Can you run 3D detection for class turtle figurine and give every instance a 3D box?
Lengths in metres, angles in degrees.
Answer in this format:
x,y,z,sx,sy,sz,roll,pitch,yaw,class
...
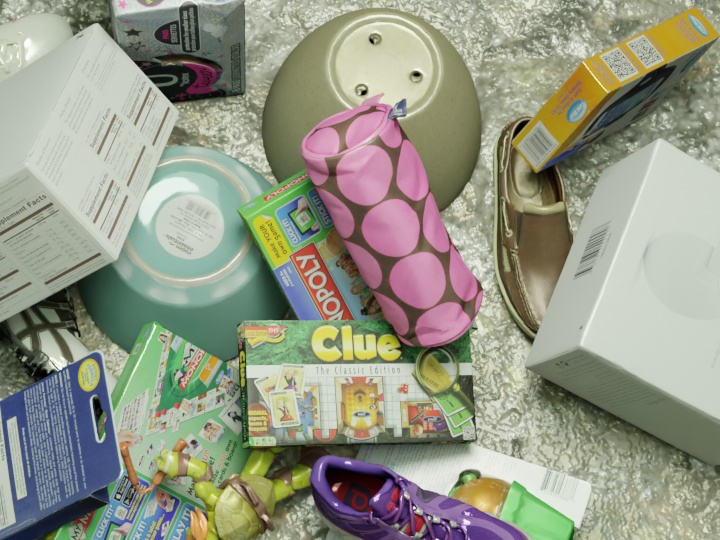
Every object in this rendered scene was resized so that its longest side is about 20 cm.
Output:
x,y,z,sx,sy,sz,roll,pitch,yaw,class
-0.099,0.179,1.672,0.161,0.064,0.200,-46,112,-27,turtle figurine

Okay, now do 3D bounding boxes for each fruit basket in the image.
x,y,z,sx,sy,sz,roll,pitch,yaw,class
0.073,0.234,1.702,0.199,0.094,0.186,15,71,17,fruit basket

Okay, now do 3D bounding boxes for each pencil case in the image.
x,y,z,sx,sy,sz,roll,pitch,yaw,class
0.032,-0.039,1.643,0.090,0.200,0.094,-11,29,27,pencil case

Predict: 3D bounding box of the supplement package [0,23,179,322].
x,y,z,sx,sy,sz,roll,pitch,yaw,class
-0.262,-0.079,1.673,0.111,0.155,0.200,48,34,-25,supplement package

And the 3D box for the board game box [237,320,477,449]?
x,y,z,sx,sy,sz,roll,pitch,yaw,class
-0.002,0.093,1.684,0.199,0.023,0.105,0,77,-19,board game box

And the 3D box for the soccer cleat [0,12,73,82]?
x,y,z,sx,sy,sz,roll,pitch,yaw,class
-0.339,-0.171,1.786,0.200,0.086,0.070,-33,78,-14,soccer cleat

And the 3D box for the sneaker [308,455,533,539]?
x,y,z,sx,sy,sz,roll,pitch,yaw,class
0.042,0.205,1.625,0.199,0.083,0.081,19,72,21,sneaker

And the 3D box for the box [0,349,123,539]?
x,y,z,sx,sy,sz,roll,pitch,yaw,class
-0.271,0.157,1.653,0.200,0.032,0.122,-27,58,23,box

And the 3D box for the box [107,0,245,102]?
x,y,z,sx,sy,sz,roll,pitch,yaw,class
-0.163,-0.240,1.761,0.114,0.200,0.133,-8,73,-5,box

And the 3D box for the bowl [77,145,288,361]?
x,y,z,sx,sy,sz,roll,pitch,yaw,class
-0.149,-0.028,1.746,0.200,0.105,0.202,1,71,-3,bowl

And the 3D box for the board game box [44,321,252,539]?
x,y,z,sx,sy,sz,roll,pitch,yaw,class
-0.161,0.162,1.696,0.134,0.029,0.201,31,71,-21,board game box

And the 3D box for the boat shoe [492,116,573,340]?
x,y,z,sx,sy,sz,roll,pitch,yaw,class
0.152,-0.039,1.786,0.074,0.075,0.203,-9,73,-7,boat shoe

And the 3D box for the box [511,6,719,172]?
x,y,z,sx,sy,sz,roll,pitch,yaw,class
0.231,-0.161,1.778,0.200,0.119,0.042,-26,73,-42,box

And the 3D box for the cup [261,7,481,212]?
x,y,z,sx,sy,sz,roll,pitch,yaw,class
0.014,-0.150,1.777,0.199,0.143,0.201,1,72,-3,cup

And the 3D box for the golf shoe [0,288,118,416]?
x,y,z,sx,sy,sz,roll,pitch,yaw,class
-0.265,0.044,1.730,0.200,0.078,0.095,36,73,6,golf shoe

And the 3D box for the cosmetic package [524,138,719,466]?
x,y,z,sx,sy,sz,roll,pitch,yaw,class
0.278,0.031,1.727,0.200,0.123,0.200,28,72,-11,cosmetic package

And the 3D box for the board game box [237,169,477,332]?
x,y,z,sx,sy,sz,roll,pitch,yaw,class
0.000,0.000,1.714,0.134,0.029,0.200,-31,116,-8,board game box
